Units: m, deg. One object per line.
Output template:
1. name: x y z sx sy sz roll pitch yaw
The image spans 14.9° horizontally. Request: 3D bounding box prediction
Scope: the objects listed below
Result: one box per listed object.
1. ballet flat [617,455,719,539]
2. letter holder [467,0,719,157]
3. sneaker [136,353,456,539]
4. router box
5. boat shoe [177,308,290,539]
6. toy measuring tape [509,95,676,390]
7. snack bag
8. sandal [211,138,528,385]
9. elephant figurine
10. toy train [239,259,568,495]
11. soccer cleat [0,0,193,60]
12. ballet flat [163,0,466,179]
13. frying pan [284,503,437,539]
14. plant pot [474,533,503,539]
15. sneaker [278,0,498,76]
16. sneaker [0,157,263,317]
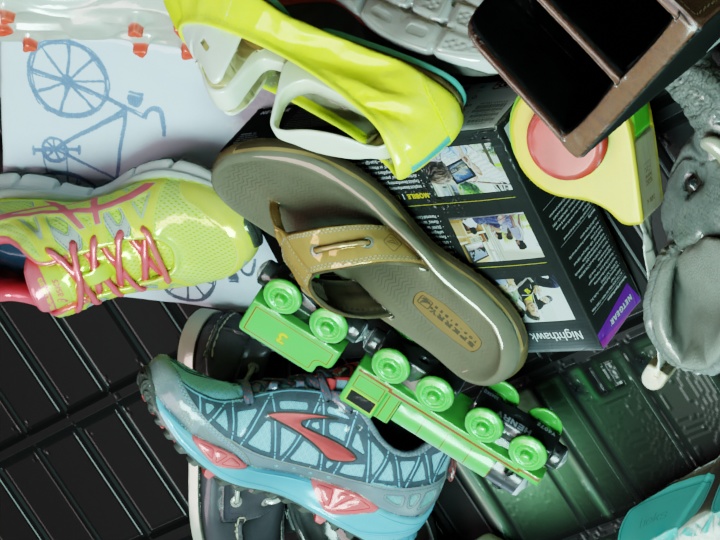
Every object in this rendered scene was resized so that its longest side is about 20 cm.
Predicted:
1. ballet flat: 0.209 0.126 1.469 0.072 0.072 0.200 51 151 0
2. letter holder: 0.126 -0.169 1.252 0.142 0.200 0.101 46 136 5
3. sneaker: -0.033 0.080 1.581 0.200 0.079 0.096 26 109 -26
4. router box: 0.036 -0.025 1.514 0.200 0.051 0.149 -3 125 40
5. boat shoe: -0.063 0.118 1.656 0.063 0.073 0.200 4 116 24
6. toy measuring tape: 0.117 -0.036 1.405 0.074 0.074 0.200 3 110 38
7. snack bag: -0.114 -0.061 1.608 0.200 0.021 0.189 9 124 8
8. sandal: 0.000 0.000 1.480 0.200 0.054 0.080 39 143 3
9. elephant figurine: 0.205 -0.009 1.367 0.200 0.155 0.141 31 177 34
10. toy train: 0.023 0.061 1.527 0.200 0.042 0.056 33 128 1
11. soccer cleat: -0.170 -0.164 1.532 0.200 0.078 0.069 5 158 0
12. ballet flat: -0.040 -0.104 1.430 0.200 0.067 0.067 27 162 23
13. frying pan: -0.018 0.166 1.710 0.115 0.031 0.190 56 139 -1
14. plant pot: 0.063 0.276 1.615 0.177 0.200 0.200 50 137 16
15. sneaker: 0.012 -0.136 1.475 0.200 0.077 0.082 23 150 33
16. sneaker: -0.150 -0.007 1.570 0.200 0.090 0.078 -4 125 27
